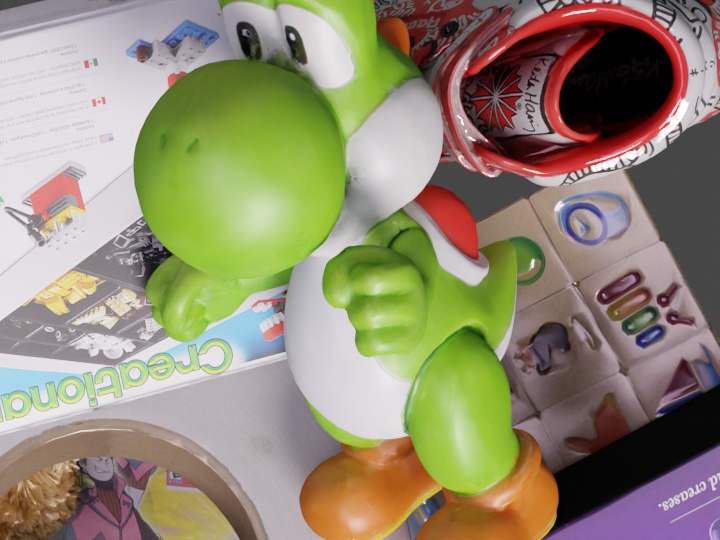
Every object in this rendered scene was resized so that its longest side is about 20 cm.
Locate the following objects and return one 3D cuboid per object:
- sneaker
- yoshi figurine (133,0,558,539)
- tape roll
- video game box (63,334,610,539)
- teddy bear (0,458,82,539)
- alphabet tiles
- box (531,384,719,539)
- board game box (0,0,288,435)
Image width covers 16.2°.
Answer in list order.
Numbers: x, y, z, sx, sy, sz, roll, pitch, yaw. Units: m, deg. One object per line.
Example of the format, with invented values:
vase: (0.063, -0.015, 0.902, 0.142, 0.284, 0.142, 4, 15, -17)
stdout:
sneaker: (0.025, -0.063, 0.828, 0.200, 0.108, 0.068, -5, 102, 18)
yoshi figurine: (-0.013, 0.007, 0.737, 0.112, 0.112, 0.201, -14, 119, 7)
tape roll: (-0.081, 0.104, 0.821, 0.202, 0.037, 0.204, 3, 70, -7)
video game box: (-0.011, 0.099, 0.911, 0.199, 0.047, 0.183, 7, 107, 14)
teddy bear: (-0.177, 0.019, 0.909, 0.145, 0.067, 0.201, -25, 77, 26)
alphabet tiles: (0.063, 0.084, 0.860, 0.167, 0.008, 0.201, -28, 95, 19)
box: (0.138, 0.109, 0.803, 0.199, 0.079, 0.141, -31, 97, 17)
board game box: (-0.098, -0.018, 0.789, 0.199, 0.035, 0.127, -14, 110, -13)
